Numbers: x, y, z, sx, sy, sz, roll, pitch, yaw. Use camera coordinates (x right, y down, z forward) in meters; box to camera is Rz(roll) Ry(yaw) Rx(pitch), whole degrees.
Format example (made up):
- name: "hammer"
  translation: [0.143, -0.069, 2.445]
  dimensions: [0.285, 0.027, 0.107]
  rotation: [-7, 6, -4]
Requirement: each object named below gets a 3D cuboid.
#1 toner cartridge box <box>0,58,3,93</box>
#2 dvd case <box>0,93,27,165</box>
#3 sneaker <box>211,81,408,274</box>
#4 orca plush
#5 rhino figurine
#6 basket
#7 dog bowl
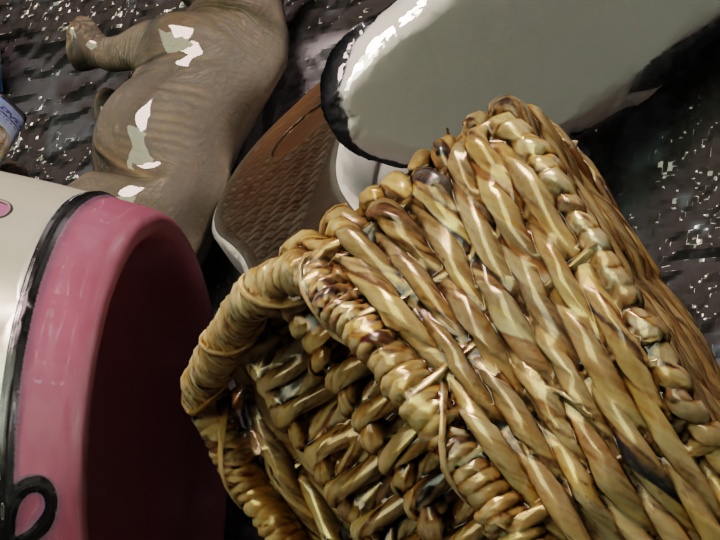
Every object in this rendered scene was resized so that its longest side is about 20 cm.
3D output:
- name: "toner cartridge box"
  translation: [-0.248, -0.129, 1.022]
  dimensions: [0.095, 0.043, 0.200]
  rotation: [-19, 38, -28]
- name: "dvd case"
  translation: [-0.190, 0.022, 0.787]
  dimensions: [0.143, 0.018, 0.200]
  rotation: [-40, 17, 22]
- name: "sneaker"
  translation: [0.000, 0.000, 0.787]
  dimensions: [0.073, 0.085, 0.200]
  rotation: [-40, 24, 15]
- name: "orca plush"
  translation: [0.066, -0.098, 0.779]
  dimensions: [0.200, 0.105, 0.071]
  rotation: [-39, 26, -11]
- name: "rhino figurine"
  translation: [-0.073, -0.072, 0.884]
  dimensions: [0.087, 0.060, 0.201]
  rotation: [6, 60, 30]
- name: "basket"
  translation: [0.039, 0.075, 0.597]
  dimensions: [0.149, 0.143, 0.200]
  rotation: [-33, 82, 9]
- name: "dog bowl"
  translation: [-0.097, 0.064, 0.720]
  dimensions: [0.073, 0.200, 0.201]
  rotation: [-1, 57, 12]
